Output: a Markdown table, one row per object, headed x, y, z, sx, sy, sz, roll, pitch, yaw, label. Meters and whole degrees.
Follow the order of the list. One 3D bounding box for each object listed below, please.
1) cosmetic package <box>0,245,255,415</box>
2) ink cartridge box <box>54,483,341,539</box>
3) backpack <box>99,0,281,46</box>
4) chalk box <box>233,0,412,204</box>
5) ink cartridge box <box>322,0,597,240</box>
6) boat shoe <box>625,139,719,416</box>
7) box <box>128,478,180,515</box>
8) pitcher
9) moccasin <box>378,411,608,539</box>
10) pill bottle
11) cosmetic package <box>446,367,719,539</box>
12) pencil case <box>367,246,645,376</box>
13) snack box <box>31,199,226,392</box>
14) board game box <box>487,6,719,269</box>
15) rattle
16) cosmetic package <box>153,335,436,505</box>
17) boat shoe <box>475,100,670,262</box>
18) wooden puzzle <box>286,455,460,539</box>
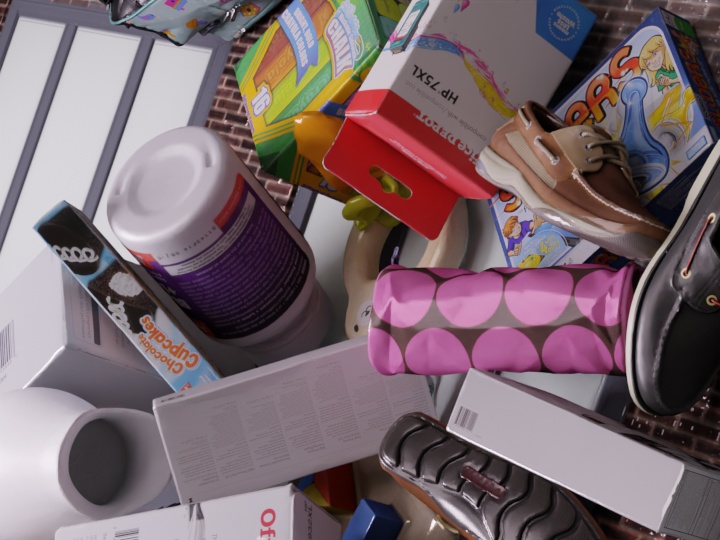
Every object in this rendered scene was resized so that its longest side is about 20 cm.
| x | y | z | sx | sy | sz | roll | pitch | yaw | label |
| --- | --- | --- | --- | --- | --- | --- | --- | --- | --- |
| -0.223 | 0.098 | 1.931 | 0.199 | 0.199 | 0.124 | -41 | 42 | 34 | cosmetic package |
| -0.117 | 0.248 | 1.628 | 0.198 | 0.084 | 0.146 | -12 | 60 | 23 | ink cartridge box |
| -0.132 | -0.309 | 2.047 | 0.200 | 0.152 | 0.177 | -34 | 50 | 52 | backpack |
| 0.013 | -0.165 | 1.810 | 0.200 | 0.123 | 0.125 | -46 | 42 | 30 | chalk box |
| 0.072 | -0.133 | 1.679 | 0.201 | 0.116 | 0.067 | -60 | 19 | -9 | ink cartridge box |
| 0.233 | 0.003 | 1.480 | 0.063 | 0.073 | 0.203 | 23 | 88 | 62 | boat shoe |
| -0.129 | 0.237 | 1.757 | 0.116 | 0.060 | 0.201 | -32 | 42 | 10 | box |
| -0.215 | 0.148 | 1.774 | 0.199 | 0.170 | 0.123 | -9 | 86 | 50 | pitcher |
| 0.098 | 0.170 | 1.580 | 0.200 | 0.078 | 0.074 | 24 | 76 | 36 | moccasin |
| -0.104 | -0.011 | 1.801 | 0.111 | 0.200 | 0.112 | -18 | 47 | 21 | pill bottle |
| 0.155 | 0.122 | 1.496 | 0.199 | 0.082 | 0.051 | 23 | 90 | 46 | cosmetic package |
| 0.106 | 0.031 | 1.579 | 0.198 | 0.094 | 0.092 | 2 | 87 | 26 | pencil case |
| -0.173 | 0.033 | 1.785 | 0.037 | 0.200 | 0.116 | -41 | -2 | -2 | snack box |
| 0.175 | -0.072 | 1.626 | 0.200 | 0.034 | 0.136 | -45 | 42 | 31 | board game box |
| 0.000 | 0.000 | 1.742 | 0.129 | 0.143 | 0.202 | 10 | 75 | 35 | rattle |
| -0.047 | 0.108 | 1.687 | 0.051 | 0.198 | 0.083 | -158 | 52 | -84 | cosmetic package |
| 0.149 | -0.066 | 1.565 | 0.200 | 0.075 | 0.072 | 38 | 103 | 52 | boat shoe |
| -0.021 | 0.222 | 1.728 | 0.186 | 0.046 | 0.200 | -63 | 36 | 14 | wooden puzzle |
